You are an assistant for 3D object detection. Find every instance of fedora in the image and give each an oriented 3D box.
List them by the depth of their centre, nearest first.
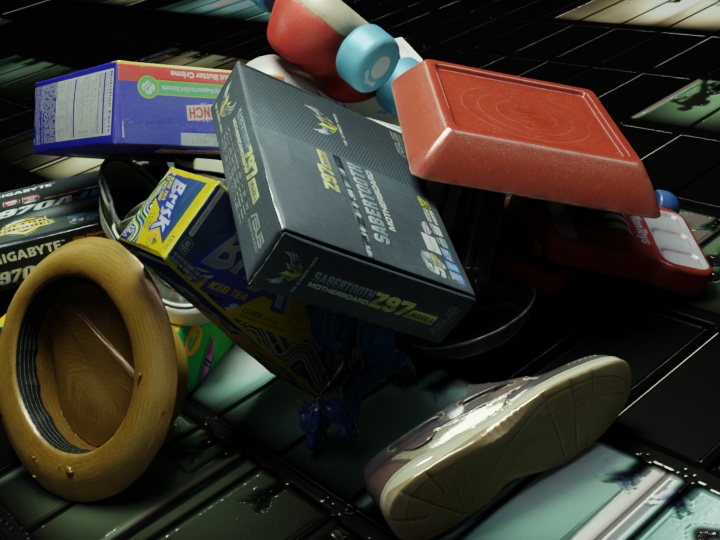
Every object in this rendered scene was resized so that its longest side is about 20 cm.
[{"bbox_3d":[-0.193,0.074,0.762,0.199,0.203,0.082,8,-4,33],"label":"fedora"}]

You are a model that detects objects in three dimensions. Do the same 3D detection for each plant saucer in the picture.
[{"bbox_3d":[0.131,-0.118,0.815,0.198,0.037,0.200,8,30,-8],"label":"plant saucer"}]

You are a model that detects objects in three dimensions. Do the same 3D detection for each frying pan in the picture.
[{"bbox_3d":[0.054,0.049,0.817,0.188,0.031,0.115,-17,19,16],"label":"frying pan"}]

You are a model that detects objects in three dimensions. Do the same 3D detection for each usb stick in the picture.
[{"bbox_3d":[0.102,-0.054,0.847,0.032,0.055,0.201,27,51,-12],"label":"usb stick"}]

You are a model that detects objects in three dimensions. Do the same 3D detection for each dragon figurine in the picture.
[{"bbox_3d":[0.002,0.036,0.744,0.058,0.202,0.099,3,-9,29],"label":"dragon figurine"}]

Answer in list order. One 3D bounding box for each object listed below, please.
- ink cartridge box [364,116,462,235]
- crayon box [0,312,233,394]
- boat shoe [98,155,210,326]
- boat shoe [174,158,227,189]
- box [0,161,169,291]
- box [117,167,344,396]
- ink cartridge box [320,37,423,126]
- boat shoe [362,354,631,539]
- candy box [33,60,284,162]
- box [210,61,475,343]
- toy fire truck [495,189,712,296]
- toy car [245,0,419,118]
[{"bbox_3d":[0.023,-0.093,0.930,0.145,0.085,0.199,23,11,28],"label":"ink cartridge box"},{"bbox_3d":[-0.213,0.048,0.893,0.198,0.059,0.119,2,30,25],"label":"crayon box"},{"bbox_3d":[-0.179,-0.029,0.856,0.070,0.064,0.200,-24,48,-25],"label":"boat shoe"},{"bbox_3d":[-0.134,-0.067,0.904,0.073,0.064,0.201,11,4,-19],"label":"boat shoe"},{"bbox_3d":[-0.278,-0.051,0.996,0.198,0.046,0.159,-15,27,-13],"label":"box"},{"bbox_3d":[-0.084,0.013,0.748,0.064,0.200,0.070,19,69,44],"label":"box"},{"bbox_3d":[-0.023,-0.183,1.190,0.198,0.130,0.125,-14,27,-4],"label":"ink cartridge box"},{"bbox_3d":[0.090,0.103,0.658,0.199,0.072,0.065,-28,36,-18],"label":"boat shoe"},{"bbox_3d":[-0.193,-0.144,0.935,0.168,0.078,0.199,-2,5,-38],"label":"candy box"},{"bbox_3d":[-0.017,-0.051,0.703,0.157,0.051,0.201,18,34,-30],"label":"box"},{"bbox_3d":[0.212,-0.050,0.889,0.166,0.113,0.200,14,28,-4],"label":"toy fire truck"},{"bbox_3d":[-0.065,-0.190,1.037,0.184,0.200,0.177,44,11,24],"label":"toy car"}]
